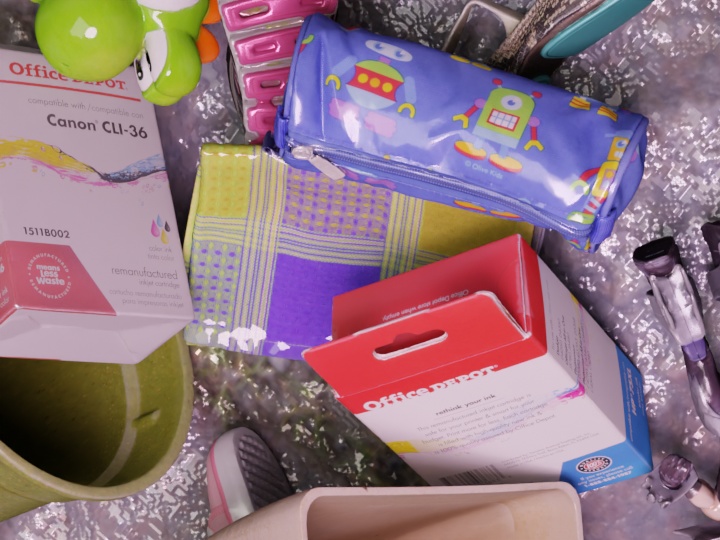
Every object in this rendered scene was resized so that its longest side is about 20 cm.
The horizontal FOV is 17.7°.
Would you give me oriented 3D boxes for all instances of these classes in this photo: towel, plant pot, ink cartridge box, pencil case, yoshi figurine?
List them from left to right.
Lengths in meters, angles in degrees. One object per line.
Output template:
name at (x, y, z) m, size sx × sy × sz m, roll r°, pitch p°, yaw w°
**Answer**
plant pot at (-0.231, 0.075, 1.359) m, size 0.184 × 0.200 × 0.201 m, roll -32°, pitch 89°, yaw 35°
ink cartridge box at (-0.173, -0.054, 1.291) m, size 0.067 × 0.116 × 0.201 m, roll -37°, pitch 58°, yaw 44°
yoshi figurine at (-0.145, -0.188, 1.279) m, size 0.111 × 0.112 × 0.201 m, roll -15°, pitch 82°, yaw 9°
plant pot at (-0.006, 0.223, 1.231) m, size 0.177 × 0.199 × 0.201 m, roll -14°, pitch 77°, yaw 46°
towel at (0.000, 0.000, 1.282) m, size 0.199 × 0.023 × 0.144 m, roll 11°, pitch 127°, yaw -3°
pencil case at (0.048, -0.069, 1.199) m, size 0.199 × 0.087 × 0.078 m, roll 17°, pitch 146°, yaw 7°
ink cartridge box at (0.063, 0.052, 1.231) m, size 0.116 × 0.200 × 0.068 m, roll -19°, pitch 51°, yaw 22°

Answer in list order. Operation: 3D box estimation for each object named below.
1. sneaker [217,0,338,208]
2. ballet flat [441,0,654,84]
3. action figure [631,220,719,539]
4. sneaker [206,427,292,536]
sneaker at (-0.045, -0.139, 1.280) m, size 0.073 × 0.088 × 0.201 m, roll -7°, pitch 110°, yaw -6°
ballet flat at (0.089, -0.127, 1.252) m, size 0.075 × 0.068 × 0.200 m, roll 50°, pitch 117°, yaw 14°
action figure at (0.204, 0.075, 1.239) m, size 0.129 × 0.069 × 0.201 m, roll -20°, pitch 97°, yaw -7°
sneaker at (-0.077, 0.199, 1.376) m, size 0.104 × 0.075 × 0.201 m, roll -16°, pitch 100°, yaw 17°
